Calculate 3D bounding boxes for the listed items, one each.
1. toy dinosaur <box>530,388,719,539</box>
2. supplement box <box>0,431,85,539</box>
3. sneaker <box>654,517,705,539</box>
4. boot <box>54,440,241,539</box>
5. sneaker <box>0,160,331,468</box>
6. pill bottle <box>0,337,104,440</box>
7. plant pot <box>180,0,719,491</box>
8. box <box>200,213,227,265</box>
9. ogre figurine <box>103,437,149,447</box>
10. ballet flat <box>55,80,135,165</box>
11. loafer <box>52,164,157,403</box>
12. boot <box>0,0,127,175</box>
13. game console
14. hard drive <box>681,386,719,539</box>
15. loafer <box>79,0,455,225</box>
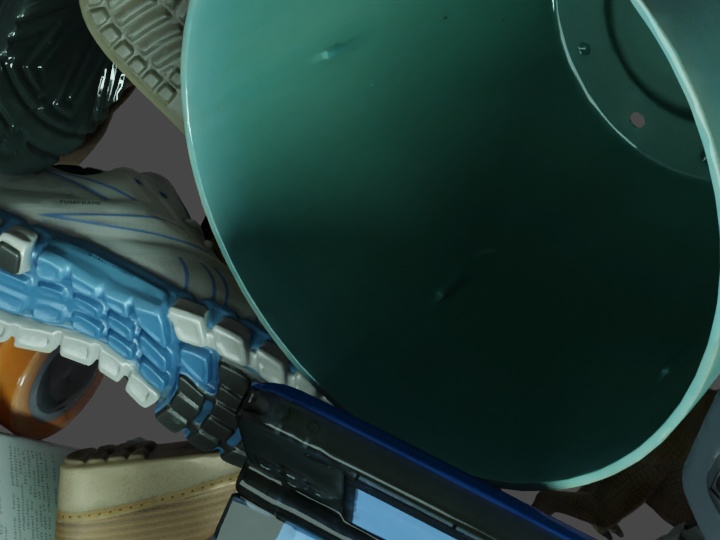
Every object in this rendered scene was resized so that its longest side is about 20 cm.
[{"bbox_3d":[0.113,0.077,0.756,0.200,0.058,0.101,40,125,0],"label":"toy dinosaur"},{"bbox_3d":[-0.190,0.137,0.926,0.101,0.200,0.104,-6,80,13],"label":"supplement box"},{"bbox_3d":[0.129,0.104,0.684,0.114,0.073,0.201,21,109,6],"label":"sneaker"},{"bbox_3d":[-0.029,0.150,0.794,0.199,0.072,0.167,-5,98,14],"label":"boot"},{"bbox_3d":[-0.074,0.004,0.741,0.199,0.087,0.075,29,137,2],"label":"sneaker"},{"bbox_3d":[-0.219,0.006,0.962,0.200,0.106,0.107,31,134,24],"label":"pill bottle"},{"bbox_3d":[0.070,-0.056,0.611,0.200,0.161,0.202,23,128,33],"label":"plant pot"},{"bbox_3d":[0.000,0.000,0.807,0.137,0.040,0.200,44,137,10],"label":"box"},{"bbox_3d":[-0.053,0.131,0.892,0.200,0.098,0.120,51,176,22],"label":"ogre figurine"},{"bbox_3d":[-0.134,-0.086,0.848,0.200,0.072,0.068,-30,94,49],"label":"ballet flat"},{"bbox_3d":[-0.114,-0.016,0.814,0.200,0.068,0.071,37,104,2],"label":"loafer"},{"bbox_3d":[-0.151,-0.152,0.760,0.168,0.076,0.201,23,86,28],"label":"boot"},{"bbox_3d":[0.029,0.142,0.630,0.199,0.119,0.171,26,167,6],"label":"game console"},{"bbox_3d":[0.171,-0.008,0.548,0.042,0.135,0.201,41,119,29],"label":"hard drive"},{"bbox_3d":[-0.024,-0.054,0.716,0.076,0.068,0.200,-31,110,15],"label":"loafer"}]
